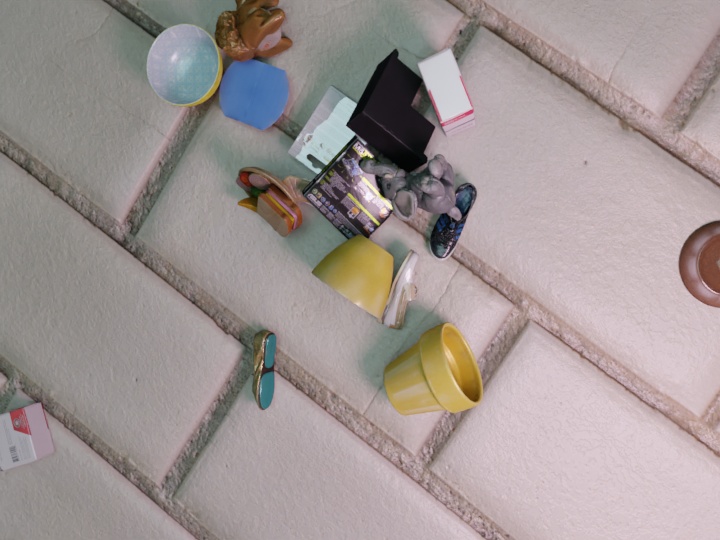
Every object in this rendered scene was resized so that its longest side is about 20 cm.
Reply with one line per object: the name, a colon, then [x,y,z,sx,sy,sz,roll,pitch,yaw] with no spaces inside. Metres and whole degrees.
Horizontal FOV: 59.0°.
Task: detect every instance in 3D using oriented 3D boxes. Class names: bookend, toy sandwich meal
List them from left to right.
toy sandwich meal: [-0.232,-0.167,1.570,0.203,0.206,0.071,32,67,8]
bookend: [0.098,-0.383,1.540,0.197,0.092,0.202,33,68,-20]

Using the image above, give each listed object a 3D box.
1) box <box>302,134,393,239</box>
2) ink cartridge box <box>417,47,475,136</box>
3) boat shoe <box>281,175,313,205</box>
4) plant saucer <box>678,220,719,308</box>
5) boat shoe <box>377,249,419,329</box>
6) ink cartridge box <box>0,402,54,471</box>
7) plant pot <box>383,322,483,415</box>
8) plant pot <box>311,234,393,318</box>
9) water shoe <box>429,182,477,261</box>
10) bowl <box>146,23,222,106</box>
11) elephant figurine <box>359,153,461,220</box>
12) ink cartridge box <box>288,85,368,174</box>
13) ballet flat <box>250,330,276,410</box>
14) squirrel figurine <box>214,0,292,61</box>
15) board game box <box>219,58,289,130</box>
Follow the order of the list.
box: [-0.010,-0.189,1.559,0.200,0.048,0.193,42,96,-21]
ink cartridge box: [0.204,-0.407,1.481,0.083,0.200,0.147,-22,88,12]
boat shoe: [-0.104,-0.193,1.604,0.197,0.069,0.072,23,105,-13]
plant saucer: [0.842,-0.014,1.463,0.196,0.037,0.205,0,91,9]
boat shoe: [0.109,0.049,1.574,0.067,0.075,0.203,24,105,7]
ink cartridge box: [-0.968,0.466,1.755,0.197,0.083,0.149,-17,88,9]
plant pot: [0.165,0.253,1.514,0.187,0.200,0.203,-28,87,25]
plant pot: [0.000,0.000,1.531,0.198,0.200,0.143,32,90,7]
water shoe: [0.219,-0.120,1.544,0.070,0.079,0.203,23,95,8]
bowl: [-0.433,-0.512,1.633,0.196,0.108,0.204,0,91,10]
elephant figurine: [0.116,-0.190,1.494,0.197,0.141,0.158,-10,76,30]
ink cartridge box: [-0.063,-0.337,1.606,0.161,0.057,0.202,36,100,7]
ballet flat: [-0.256,0.255,1.645,0.069,0.071,0.204,5,93,9]
squirrel figurine: [-0.288,-0.632,1.594,0.198,0.142,0.189,-29,80,5]
board game box: [-0.269,-0.453,1.643,0.197,0.039,0.161,22,96,16]
